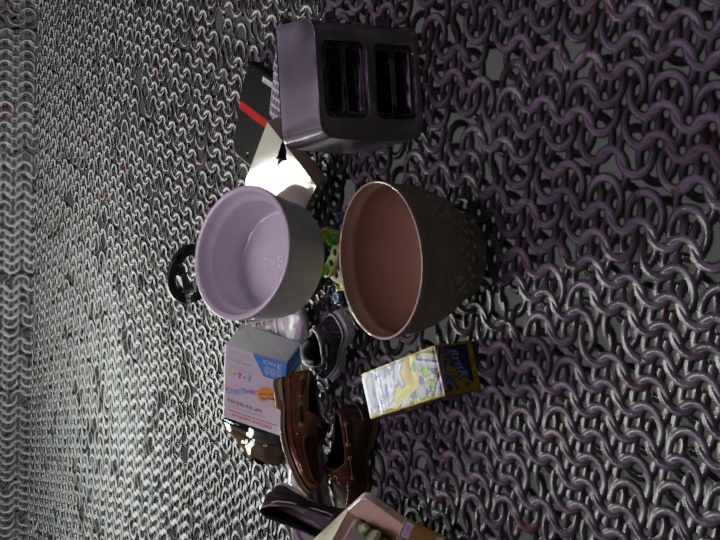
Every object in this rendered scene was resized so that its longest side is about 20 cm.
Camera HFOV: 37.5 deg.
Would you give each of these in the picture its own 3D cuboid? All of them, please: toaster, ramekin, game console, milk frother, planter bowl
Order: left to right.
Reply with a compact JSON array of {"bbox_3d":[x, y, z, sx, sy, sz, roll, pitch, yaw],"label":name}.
[{"bbox_3d":[-0.191,0.003,1.750,0.181,0.200,0.188,57,149,-8],"label":"milk frother"},{"bbox_3d":[-0.147,-0.021,1.593,0.200,0.097,0.202,-8,78,39],"label":"ramekin"},{"bbox_3d":[-0.164,-0.259,1.869,0.200,0.031,0.178,40,122,50],"label":"game console"},{"bbox_3d":[-0.019,-0.249,1.470,0.118,0.180,0.201,-3,90,58],"label":"toaster"},{"bbox_3d":[0.078,-0.016,1.376,0.200,0.134,0.202,11,103,59],"label":"planter bowl"}]

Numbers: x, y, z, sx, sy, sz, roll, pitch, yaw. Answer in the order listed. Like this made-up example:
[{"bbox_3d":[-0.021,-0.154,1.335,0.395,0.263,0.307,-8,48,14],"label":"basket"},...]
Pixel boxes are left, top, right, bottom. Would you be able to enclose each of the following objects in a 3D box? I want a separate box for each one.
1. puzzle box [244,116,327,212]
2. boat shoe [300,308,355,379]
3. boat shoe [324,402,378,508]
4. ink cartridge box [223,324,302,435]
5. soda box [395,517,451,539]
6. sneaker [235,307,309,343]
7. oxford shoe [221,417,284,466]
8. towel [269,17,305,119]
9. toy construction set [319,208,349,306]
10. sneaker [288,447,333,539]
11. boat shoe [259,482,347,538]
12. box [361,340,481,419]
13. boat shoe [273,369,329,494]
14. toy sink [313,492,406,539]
[{"bbox_3d":[-0.126,-0.145,1.734,0.133,0.025,0.200,52,151,10],"label":"puzzle box"},{"bbox_3d":[-0.063,0.119,1.656,0.072,0.071,0.200,61,159,23],"label":"boat shoe"},{"bbox_3d":[-0.024,0.297,1.649,0.070,0.070,0.201,29,120,50],"label":"boat shoe"},{"bbox_3d":[-0.168,0.203,1.804,0.114,0.068,0.201,16,125,14],"label":"ink cartridge box"},{"bbox_3d":[0.052,0.440,1.428,0.064,0.068,0.201,23,78,18],"label":"soda box"},{"bbox_3d":[-0.154,0.112,1.818,0.200,0.099,0.075,-34,62,54],"label":"sneaker"},{"bbox_3d":[-0.201,0.312,1.947,0.200,0.072,0.085,15,111,59],"label":"oxford shoe"},{"bbox_3d":[-0.072,-0.292,1.649,0.200,0.085,0.167,39,126,51],"label":"towel"},{"bbox_3d":[0.000,0.000,1.565,0.200,0.092,0.132,-131,46,-60],"label":"toy construction set"},{"bbox_3d":[-0.081,0.367,1.758,0.100,0.074,0.201,-135,44,-77],"label":"sneaker"},{"bbox_3d":[-0.066,0.395,1.651,0.199,0.057,0.067,19,123,22],"label":"boat shoe"},{"bbox_3d":[0.080,0.153,1.461,0.200,0.064,0.071,-29,69,56],"label":"box"},{"bbox_3d":[-0.085,0.247,1.662,0.072,0.068,0.201,52,-160,-60],"label":"boat shoe"},{"bbox_3d":[-0.003,0.432,1.532,0.130,0.112,0.200,36,138,-2],"label":"toy sink"}]
